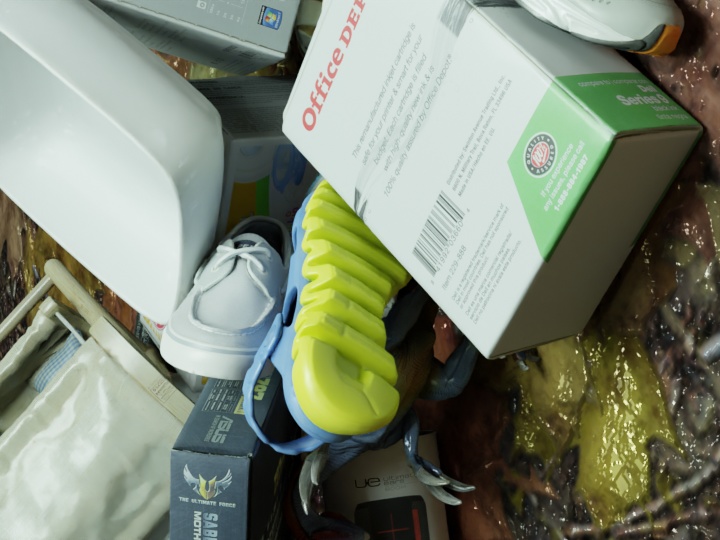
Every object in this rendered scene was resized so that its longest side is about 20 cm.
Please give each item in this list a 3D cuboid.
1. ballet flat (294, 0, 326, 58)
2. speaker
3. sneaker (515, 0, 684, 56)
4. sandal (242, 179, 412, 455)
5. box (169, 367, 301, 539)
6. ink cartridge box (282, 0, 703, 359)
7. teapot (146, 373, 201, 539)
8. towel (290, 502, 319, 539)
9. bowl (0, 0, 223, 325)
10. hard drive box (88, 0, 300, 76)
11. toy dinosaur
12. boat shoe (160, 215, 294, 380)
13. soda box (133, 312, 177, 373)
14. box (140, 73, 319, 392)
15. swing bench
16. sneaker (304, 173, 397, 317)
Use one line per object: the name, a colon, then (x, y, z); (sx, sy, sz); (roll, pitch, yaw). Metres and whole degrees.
ballet flat: (-0.005, -0.164, 0.925); (0.199, 0.070, 0.072); (9, 102, 59)
speaker: (0.022, 0.205, 0.920); (0.081, 0.080, 0.203); (-12, 84, 59)
sneaker: (0.105, -0.191, 0.735); (0.201, 0.075, 0.092); (53, 125, 34)
sandal: (-0.022, 0.025, 0.796); (0.087, 0.079, 0.201); (-43, 20, 35)
box: (-0.073, 0.138, 0.876); (0.200, 0.050, 0.160); (-72, -15, -71)
ink cartridge box: (0.062, -0.078, 0.767); (0.200, 0.083, 0.147); (49, 130, 29)
teapot: (-0.121, 0.186, 1.101); (0.197, 0.146, 0.201); (-36, 32, 19)
towel: (-0.020, 0.268, 0.932); (0.144, 0.022, 0.202); (-89, -12, -54)
bowl: (-0.162, -0.081, 0.903); (0.199, 0.075, 0.200); (39, 151, 12)
hard drive box: (-0.148, -0.199, 0.953); (0.156, 0.198, 0.078); (-171, 96, -74)
toy dinosaur: (0.020, 0.084, 0.865); (0.181, 0.105, 0.201); (-42, 23, 28)
boat shoe: (-0.072, 0.011, 0.873); (0.200, 0.071, 0.069); (-53, -27, -73)
soda box: (-0.134, -0.019, 1.139); (0.071, 0.063, 0.202); (-69, -6, -62)
box: (-0.081, -0.027, 1.027); (0.101, 0.111, 0.202); (44, 132, 46)
swing bench: (-0.223, 0.128, 1.027); (0.199, 0.130, 0.200); (-48, 30, -4)
sneaker: (0.000, 0.000, 0.937); (0.201, 0.076, 0.081); (108, 144, -48)
